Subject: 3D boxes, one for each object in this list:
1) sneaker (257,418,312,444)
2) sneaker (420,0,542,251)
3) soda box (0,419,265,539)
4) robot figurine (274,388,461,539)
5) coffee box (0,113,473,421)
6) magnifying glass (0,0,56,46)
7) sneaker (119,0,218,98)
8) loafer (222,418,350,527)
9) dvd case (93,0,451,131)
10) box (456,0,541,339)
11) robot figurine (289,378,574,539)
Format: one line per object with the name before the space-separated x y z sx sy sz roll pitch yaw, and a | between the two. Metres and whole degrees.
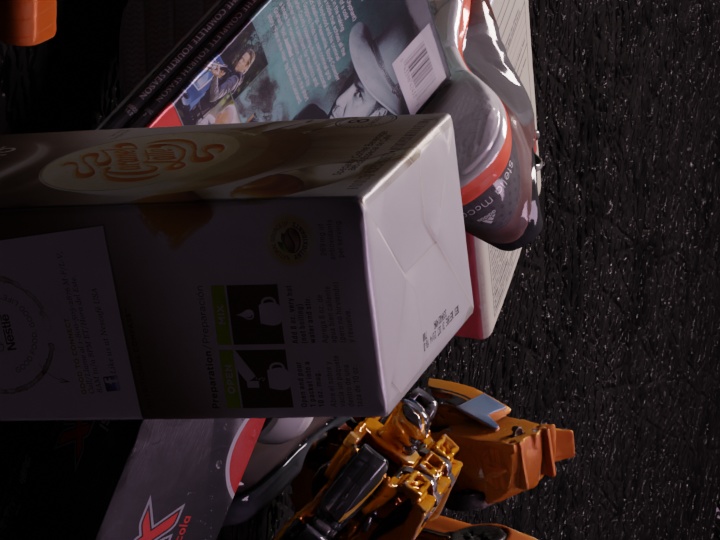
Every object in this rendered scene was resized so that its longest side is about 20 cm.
sneaker | 0.000 0.000 1.392 0.073 0.084 0.201 -27 -138 55
sneaker | 0.044 -0.078 1.352 0.082 0.077 0.200 46 24 -35
soda box | -0.082 0.052 1.147 0.071 0.063 0.201 9 109 -45
robot figurine | -0.019 0.147 1.403 0.200 0.058 0.145 -54 176 22
coffee box | -0.072 -0.001 1.028 0.114 0.199 0.080 -45 130 -66
magnifying glass | -0.125 -0.182 1.084 0.080 0.022 0.201 -33 132 -52
sneaker | -0.057 -0.135 1.259 0.071 0.073 0.201 27 68 -68
loafer | -0.041 0.051 1.438 0.200 0.072 0.063 -53 140 -53
dvd case | -0.042 -0.058 1.205 0.200 0.022 0.146 -48 148 -17
box | 0.027 -0.080 1.540 0.200 0.109 0.128 82 22 -44
robot figurine | 0.031 0.117 1.510 0.058 0.200 0.146 -19 109 -37
